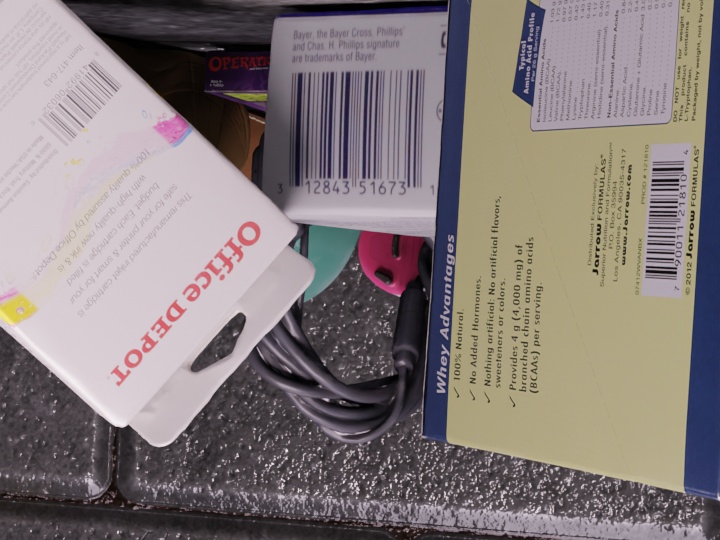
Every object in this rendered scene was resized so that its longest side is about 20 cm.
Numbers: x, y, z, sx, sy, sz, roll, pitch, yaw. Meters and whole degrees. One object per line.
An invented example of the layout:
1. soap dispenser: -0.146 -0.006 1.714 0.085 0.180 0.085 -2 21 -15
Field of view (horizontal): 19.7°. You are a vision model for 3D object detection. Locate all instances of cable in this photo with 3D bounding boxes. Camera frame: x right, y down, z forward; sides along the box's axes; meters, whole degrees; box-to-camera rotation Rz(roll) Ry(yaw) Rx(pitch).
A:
1. cable: 0.000 0.000 1.181 0.051 0.202 0.163 -14 162 43

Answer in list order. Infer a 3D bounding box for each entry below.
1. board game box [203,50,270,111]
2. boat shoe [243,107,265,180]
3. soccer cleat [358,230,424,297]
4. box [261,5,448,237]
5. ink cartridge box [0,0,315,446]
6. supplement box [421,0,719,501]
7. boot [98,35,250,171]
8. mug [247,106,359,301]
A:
1. board game box: -0.011 -0.113 1.286 0.119 0.033 0.200 6 180 13
2. boat shoe: -0.129 -0.087 1.387 0.199 0.076 0.074 12 174 24
3. soccer cleat: 0.099 -0.012 1.272 0.199 0.070 0.086 -5 170 26
4. box: 0.077 -0.072 1.067 0.183 0.106 0.200 2 178 28
5. ink cartridge box: -0.134 -0.022 1.004 0.200 0.129 0.125 44 171 -9
6. supplement box: 0.131 -0.024 0.765 0.133 0.202 0.199 4 180 -27
7. boot: -0.176 -0.094 1.263 0.155 0.073 0.199 -3 172 35
8. mug: -0.104 -0.052 1.513 0.184 0.153 0.114 3 177 31
